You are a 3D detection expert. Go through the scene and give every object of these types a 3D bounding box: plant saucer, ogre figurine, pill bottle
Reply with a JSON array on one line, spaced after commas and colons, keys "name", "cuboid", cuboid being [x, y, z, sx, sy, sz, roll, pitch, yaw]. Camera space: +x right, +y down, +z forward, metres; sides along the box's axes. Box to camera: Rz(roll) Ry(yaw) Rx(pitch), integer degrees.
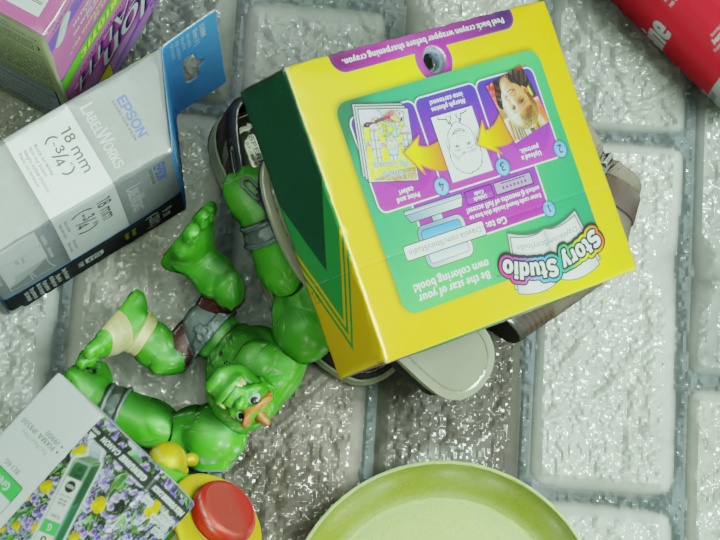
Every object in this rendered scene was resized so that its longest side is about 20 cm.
[{"name": "plant saucer", "cuboid": [0.051, 0.219, 1.337, 0.198, 0.031, 0.202, 0, 78, -1]}, {"name": "ogre figurine", "cuboid": [-0.088, 0.042, 1.336, 0.120, 0.098, 0.200, 39, 88, -3]}, {"name": "pill bottle", "cuboid": [0.209, -0.203, 1.389, 0.112, 0.112, 0.200, -43, 82, -9]}]

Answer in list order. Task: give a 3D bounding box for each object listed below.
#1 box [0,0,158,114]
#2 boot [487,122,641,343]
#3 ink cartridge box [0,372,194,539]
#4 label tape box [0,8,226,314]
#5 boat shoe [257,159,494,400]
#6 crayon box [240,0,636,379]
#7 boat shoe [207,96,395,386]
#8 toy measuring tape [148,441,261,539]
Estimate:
[{"name": "box", "cuboid": [-0.179, -0.205, 1.335, 0.096, 0.200, 0.177, 28, 78, 4]}, {"name": "boot", "cuboid": [0.080, -0.057, 1.364, 0.200, 0.070, 0.147, 42, 65, -11]}, {"name": "ink cartridge box", "cuboid": [-0.204, 0.170, 1.269, 0.200, 0.050, 0.109, -47, 55, -8]}, {"name": "label tape box", "cuboid": [-0.154, -0.062, 1.334, 0.199, 0.144, 0.064, -32, 80, -7]}, {"name": "boat shoe", "cuboid": [0.000, 0.000, 1.309, 0.073, 0.063, 0.200, -47, 113, -11]}, {"name": "crayon box", "cuboid": [0.048, -0.050, 1.264, 0.199, 0.058, 0.174, -18, 89, -35]}, {"name": "boat shoe", "cuboid": [-0.036, -0.020, 1.368, 0.072, 0.065, 0.201, -26, 80, -8]}, {"name": "toy measuring tape", "cuboid": [-0.081, 0.190, 1.290, 0.073, 0.074, 0.201, -20, 64, -5]}]
